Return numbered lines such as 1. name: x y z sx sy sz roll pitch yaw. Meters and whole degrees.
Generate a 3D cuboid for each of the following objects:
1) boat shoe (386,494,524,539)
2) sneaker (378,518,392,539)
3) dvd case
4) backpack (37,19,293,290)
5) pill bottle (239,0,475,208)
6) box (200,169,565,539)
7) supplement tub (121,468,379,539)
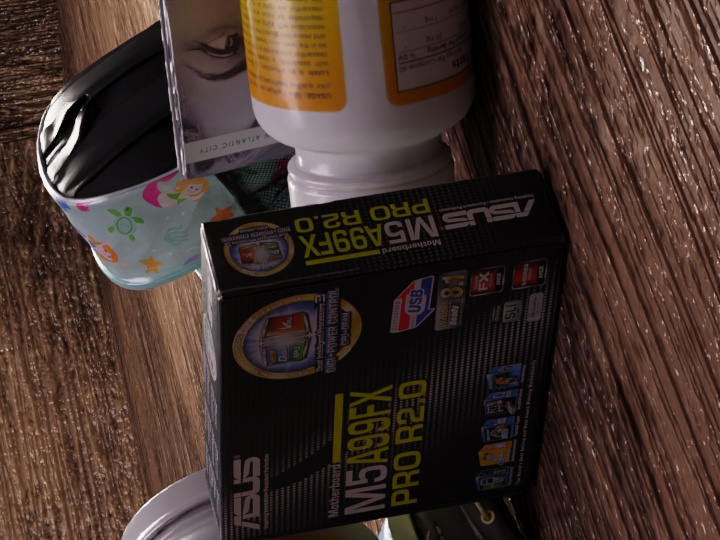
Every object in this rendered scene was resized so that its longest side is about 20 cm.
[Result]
1. boat shoe: 0.040 0.088 1.443 0.072 0.060 0.202 52 -164 -43
2. sneaker: 0.042 0.174 1.457 0.200 0.078 0.090 -117 25 -59
3. dvd case: -0.033 -0.157 1.375 0.016 0.148 0.201 31 131 58
4. backpack: -0.083 -0.076 1.601 0.151 0.199 0.178 63 -179 -34
5. pill bottle: -0.002 -0.123 1.327 0.111 0.110 0.201 -124 27 -68
6. box: 0.007 0.045 1.287 0.200 0.159 0.044 94 163 -50
7. supplement tub: -0.038 0.209 1.375 0.146 0.145 0.201 93 160 -51
